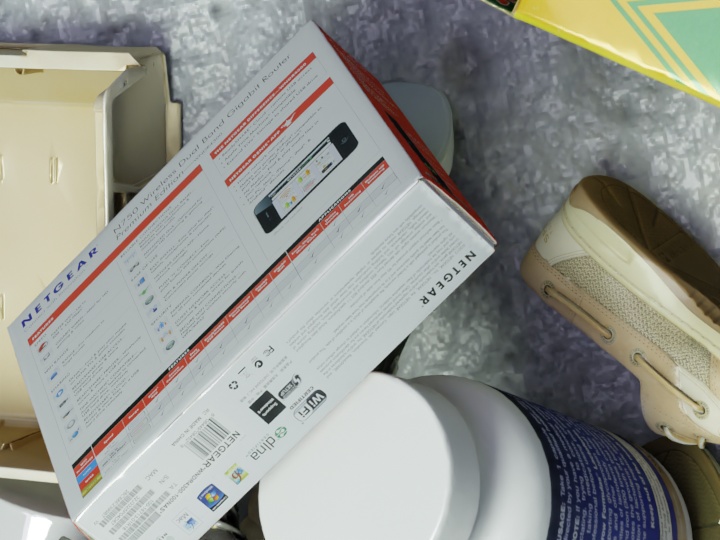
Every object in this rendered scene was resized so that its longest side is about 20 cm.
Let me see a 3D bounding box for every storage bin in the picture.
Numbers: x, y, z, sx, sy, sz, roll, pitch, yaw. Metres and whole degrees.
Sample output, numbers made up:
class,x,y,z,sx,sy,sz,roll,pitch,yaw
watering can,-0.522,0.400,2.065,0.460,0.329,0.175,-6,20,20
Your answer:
class,x,y,z,sx,sy,sz,roll,pitch,yaw
storage bin,-0.193,-0.009,1.385,0.200,0.094,0.199,3,99,20

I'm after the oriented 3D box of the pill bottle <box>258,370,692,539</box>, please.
class,x,y,z,sx,sy,sz,roll,pitch,yaw
pill bottle,0.050,0.108,1.224,0.116,0.200,0.116,-10,71,31

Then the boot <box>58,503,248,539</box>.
class,x,y,z,sx,sy,sz,roll,pitch,yaw
boot,-0.046,0.139,1.286,0.174,0.069,0.200,25,83,29

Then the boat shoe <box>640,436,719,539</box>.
class,x,y,z,sx,sy,sz,roll,pitch,yaw
boat shoe,0.168,0.174,1.296,0.072,0.066,0.201,-26,68,27

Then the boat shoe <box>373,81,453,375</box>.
class,x,y,z,sx,sy,sz,roll,pitch,yaw
boat shoe,0.003,0.000,1.289,0.073,0.200,0.068,-1,136,14

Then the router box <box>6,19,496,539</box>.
class,x,y,z,sx,sy,sz,roll,pitch,yaw
router box,-0.052,0.008,1.208,0.200,0.180,0.049,-44,119,8

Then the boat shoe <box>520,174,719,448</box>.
class,x,y,z,sx,sy,sz,roll,pitch,yaw
boat shoe,0.157,0.045,1.284,0.200,0.071,0.065,46,116,17

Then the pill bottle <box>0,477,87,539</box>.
class,x,y,z,sx,sy,sz,roll,pitch,yaw
pill bottle,-0.167,0.200,1.395,0.111,0.111,0.200,17,103,17

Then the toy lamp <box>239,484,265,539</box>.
class,x,y,z,sx,sy,sz,roll,pitch,yaw
toy lamp,-0.039,0.108,1.367,0.058,0.058,0.200,27,105,14

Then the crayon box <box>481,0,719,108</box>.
class,x,y,z,sx,sy,sz,roll,pitch,yaw
crayon box,0.149,-0.107,1.229,0.200,0.127,0.051,25,105,14
